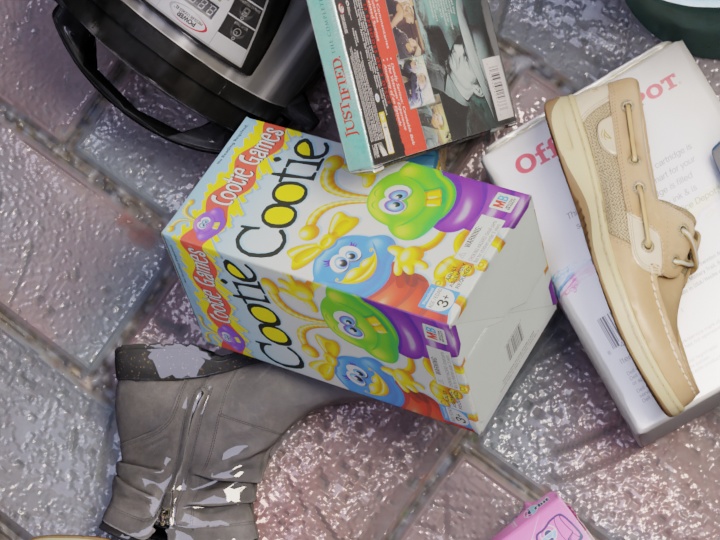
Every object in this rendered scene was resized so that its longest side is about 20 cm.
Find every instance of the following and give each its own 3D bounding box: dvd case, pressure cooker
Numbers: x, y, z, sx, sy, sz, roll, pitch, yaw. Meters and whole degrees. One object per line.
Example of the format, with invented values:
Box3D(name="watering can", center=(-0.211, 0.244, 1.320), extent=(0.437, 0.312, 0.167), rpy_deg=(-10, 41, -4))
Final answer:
Box3D(name="dvd case", center=(0.029, -0.143, 1.317), extent=(0.022, 0.200, 0.147), rpy_deg=(-12, 96, 31))
Box3D(name="pressure cooker", center=(-0.089, -0.177, 1.391), extent=(0.201, 0.178, 0.176), rpy_deg=(-52, 48, 11))

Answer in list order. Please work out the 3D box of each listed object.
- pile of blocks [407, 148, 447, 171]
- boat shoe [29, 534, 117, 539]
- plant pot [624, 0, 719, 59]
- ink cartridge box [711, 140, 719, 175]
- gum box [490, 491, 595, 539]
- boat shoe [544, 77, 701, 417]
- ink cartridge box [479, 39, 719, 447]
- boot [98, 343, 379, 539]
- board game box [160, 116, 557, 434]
Box3D(name="pile of blocks", center=(0.022, -0.104, 1.407), extent=(0.062, 0.082, 0.202), rpy_deg=(1, 80, 10))
Box3D(name="boat shoe", center=(-0.118, 0.210, 1.375), extent=(0.198, 0.073, 0.063), rpy_deg=(13, 79, 12))
Box3D(name="plant pot", center=(0.219, -0.224, 1.335), extent=(0.198, 0.196, 0.202), rpy_deg=(-2, 78, 10))
Box3D(name="ink cartridge box", center=(0.320, -0.049, 1.300), extent=(0.198, 0.068, 0.116), rpy_deg=(-10, 70, -23))
Box3D(name="gum box", center=(0.128, 0.242, 1.326), extent=(0.113, 0.066, 0.201), rpy_deg=(-37, 75, 2))
Box3D(name="boat shoe", center=(0.164, -0.017, 1.280), extent=(0.064, 0.071, 0.202), rpy_deg=(-19, 75, 7))
Box3D(name="ink cartridge box", center=(0.183, -0.016, 1.358), extent=(0.145, 0.088, 0.201), rpy_deg=(-30, 77, 3))
Box3D(name="boot", center=(-0.066, 0.113, 1.396), extent=(0.198, 0.070, 0.133), rpy_deg=(-2, 81, 21))
Box3D(name="board game box", center=(0.000, 0.000, 1.315), extent=(0.199, 0.103, 0.105), rpy_deg=(16, 56, 28))
